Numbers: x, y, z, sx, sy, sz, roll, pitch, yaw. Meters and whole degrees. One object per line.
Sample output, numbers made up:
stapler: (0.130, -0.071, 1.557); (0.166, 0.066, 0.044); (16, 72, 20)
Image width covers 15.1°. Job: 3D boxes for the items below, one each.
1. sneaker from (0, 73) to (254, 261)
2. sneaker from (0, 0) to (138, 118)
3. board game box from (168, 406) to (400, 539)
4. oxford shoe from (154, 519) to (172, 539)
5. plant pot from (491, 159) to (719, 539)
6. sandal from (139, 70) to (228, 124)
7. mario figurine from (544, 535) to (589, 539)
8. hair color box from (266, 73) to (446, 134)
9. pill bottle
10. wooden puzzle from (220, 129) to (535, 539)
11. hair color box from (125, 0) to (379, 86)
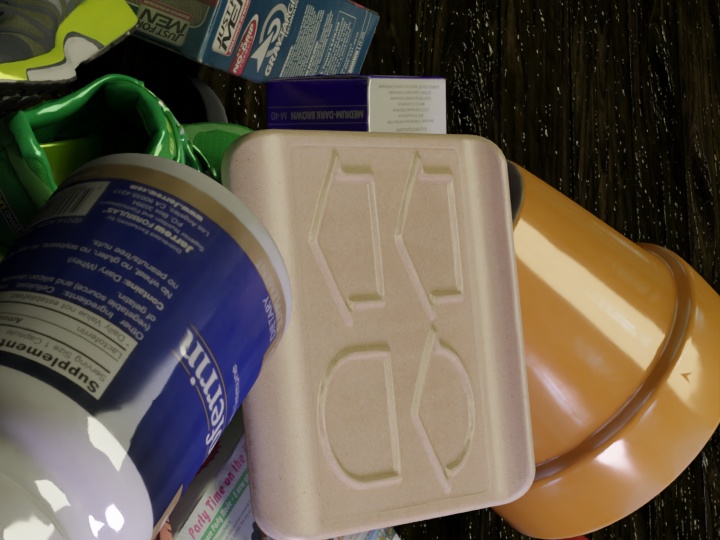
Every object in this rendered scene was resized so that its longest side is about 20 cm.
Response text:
sneaker: (-0.100, -0.042, 1.215); (0.199, 0.083, 0.074); (-8, 65, -52)
sneaker: (-0.165, -0.113, 1.213); (0.081, 0.074, 0.200); (61, 16, -10)
board game box: (-0.031, 0.171, 1.278); (0.201, 0.064, 0.148); (59, 33, -17)
oxford shoe: (-0.129, 0.095, 1.172); (0.074, 0.071, 0.201); (27, 45, -38)
plant pot: (0.107, 0.035, 1.702); (0.183, 0.200, 0.201); (44, 33, -28)
sandal: (-0.102, -0.020, 1.309); (0.043, 0.076, 0.201); (25, 47, -32)
mario figurine: (0.103, 0.247, 1.719); (0.200, 0.105, 0.124); (-62, 171, -49)
hair color box: (0.000, 0.000, 1.405); (0.109, 0.064, 0.202); (-8, 96, -67)
pill bottle: (-0.117, 0.055, 1.081); (0.200, 0.115, 0.116); (-57, 132, -41)
wooden puzzle: (0.003, 0.028, 1.293); (0.199, 0.046, 0.187); (-3, 87, -52)
hair color box: (-0.074, -0.137, 1.400); (0.061, 0.100, 0.200); (-70, 160, 4)
